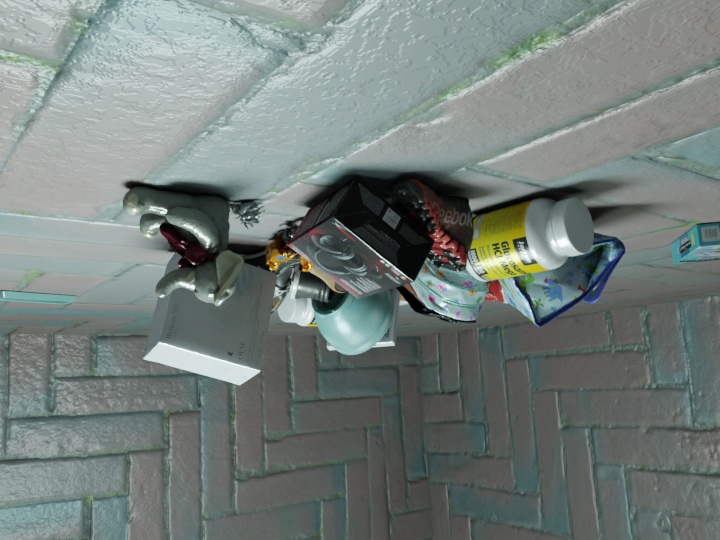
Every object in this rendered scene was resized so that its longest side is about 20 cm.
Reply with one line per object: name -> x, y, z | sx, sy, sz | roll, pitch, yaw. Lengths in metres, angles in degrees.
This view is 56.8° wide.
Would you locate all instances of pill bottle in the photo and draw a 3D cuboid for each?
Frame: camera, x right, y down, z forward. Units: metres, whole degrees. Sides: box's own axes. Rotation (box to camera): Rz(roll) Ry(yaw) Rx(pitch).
pill bottle -> 0.264, -0.052, 1.067 | 0.111, 0.115, 0.198 | 5, 167, -40
pill bottle -> -0.118, 0.093, 1.795 | 0.197, 0.117, 0.113 | 4, 168, -38

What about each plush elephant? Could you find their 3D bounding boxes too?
plush elephant -> -0.236, -0.022, 0.960 | 0.196, 0.158, 0.165 | 0, 170, -16

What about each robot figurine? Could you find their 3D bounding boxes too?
robot figurine -> -0.088, -0.041, 1.186 | 0.142, 0.060, 0.199 | 1, 170, -29

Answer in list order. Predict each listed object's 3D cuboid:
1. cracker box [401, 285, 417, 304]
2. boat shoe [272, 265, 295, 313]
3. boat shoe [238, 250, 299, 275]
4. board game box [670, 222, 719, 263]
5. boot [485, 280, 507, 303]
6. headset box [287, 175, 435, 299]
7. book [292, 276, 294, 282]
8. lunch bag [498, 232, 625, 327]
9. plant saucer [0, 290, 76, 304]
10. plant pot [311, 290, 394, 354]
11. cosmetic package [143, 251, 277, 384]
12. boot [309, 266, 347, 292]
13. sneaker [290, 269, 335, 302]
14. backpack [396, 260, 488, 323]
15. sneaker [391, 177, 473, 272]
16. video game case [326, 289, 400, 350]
cracker box -> 0.054, 0.074, 1.910 | 0.132, 0.059, 0.198 | 4, 167, -39
boat shoe -> -0.185, 0.037, 1.474 | 0.073, 0.061, 0.200 | -13, 160, -35
boat shoe -> -0.196, -0.006, 1.355 | 0.197, 0.062, 0.075 | -8, 169, 30
board game box -> 0.747, -0.058, 1.375 | 0.148, 0.048, 0.200 | -5, 170, 11
boot -> 0.352, 0.060, 1.886 | 0.141, 0.074, 0.200 | -2, 174, 5
headset box -> -0.008, -0.039, 0.982 | 0.148, 0.078, 0.199 | 38, 155, -16
book -> -0.237, 0.021, 1.577 | 0.131, 0.049, 0.200 | -12, 167, 17
lunch bag -> 0.354, -0.007, 1.198 | 0.198, 0.129, 0.170 | -33, -166, 1
plant saucer -> -0.858, 0.073, 1.756 | 0.069, 0.019, 0.198 | -10, 169, 37
plant pot -> -0.037, 0.082, 1.601 | 0.197, 0.204, 0.134 | -9, 146, 34
cosmetic package -> -0.281, 0.084, 1.260 | 0.197, 0.203, 0.123 | 19, 151, -23
boot -> 0.000, 0.000, 1.409 | 0.164, 0.074, 0.199 | -6, 166, 31
sneaker -> -0.108, 0.041, 1.535 | 0.097, 0.072, 0.200 | 14, 175, -4
backpack -> 0.157, 0.013, 1.231 | 0.163, 0.129, 0.201 | 5, -159, -12
sneaker -> 0.112, -0.083, 0.972 | 0.070, 0.099, 0.200 | 13, 158, 40
video game case -> 0.012, 0.105, 1.692 | 0.178, 0.203, 0.023 | -7, 143, 21
